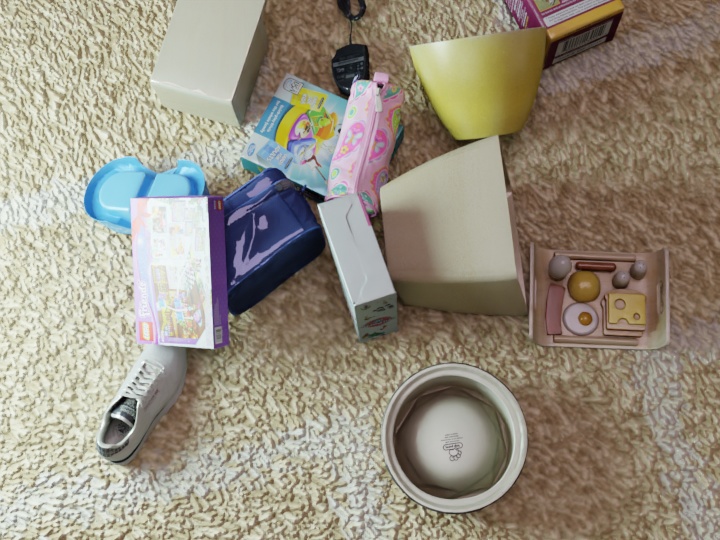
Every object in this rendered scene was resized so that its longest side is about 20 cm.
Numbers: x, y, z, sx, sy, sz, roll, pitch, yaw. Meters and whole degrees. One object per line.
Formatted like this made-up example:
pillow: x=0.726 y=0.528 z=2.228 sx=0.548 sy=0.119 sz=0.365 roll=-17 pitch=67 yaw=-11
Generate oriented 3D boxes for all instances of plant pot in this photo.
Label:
plant pot: x=0.127 y=-0.046 z=1.636 sx=0.175 sy=0.200 sz=0.202 roll=-9 pitch=72 yaw=9
plant pot: x=0.178 y=-0.268 z=1.715 sx=0.197 sy=0.200 sz=0.144 roll=-9 pitch=99 yaw=-2

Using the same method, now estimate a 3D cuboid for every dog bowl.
dog bowl: x=-0.301 y=-0.101 z=1.697 sx=0.198 sy=0.050 sz=0.113 roll=5 pitch=61 yaw=25
dog bowl: x=0.125 y=0.231 z=1.603 sx=0.197 sy=0.074 sz=0.203 roll=0 pitch=72 yaw=0

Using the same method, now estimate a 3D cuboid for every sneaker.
sneaker: x=-0.300 y=0.171 z=1.627 sx=0.076 sy=0.081 sz=0.202 roll=21 pitch=71 yaw=10

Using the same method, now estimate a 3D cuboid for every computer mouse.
computer mouse: x=-0.013 y=-0.352 z=1.816 sx=0.058 sy=0.034 sz=0.203 roll=-8 pitch=67 yaw=16

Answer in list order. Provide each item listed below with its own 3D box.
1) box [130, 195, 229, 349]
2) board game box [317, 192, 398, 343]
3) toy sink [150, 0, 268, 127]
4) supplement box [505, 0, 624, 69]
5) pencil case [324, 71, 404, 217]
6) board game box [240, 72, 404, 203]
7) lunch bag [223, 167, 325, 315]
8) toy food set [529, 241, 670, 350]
box: x=-0.244 y=0.001 z=1.595 sx=0.135 sy=0.039 sz=0.203 roll=2 pitch=96 yaw=30
board game box: x=0.000 y=0.000 z=1.611 sx=0.064 sy=0.200 sz=0.149 roll=-18 pitch=73 yaw=-3
toy sink: x=-0.215 y=-0.336 z=1.769 sx=0.129 sy=0.112 sz=0.202 roll=15 pitch=78 yaw=6
supplement box: x=0.292 y=-0.430 z=1.793 sx=0.130 sy=0.103 sz=0.202 roll=-23 pitch=74 yaw=-6
pencil case: x=0.007 y=-0.176 z=1.679 sx=0.086 sy=0.088 sz=0.202 roll=13 pitch=74 yaw=5
board game box: x=-0.055 y=-0.183 z=1.751 sx=0.198 sy=0.047 sz=0.152 roll=25 pitch=75 yaw=9
lunch bag: x=-0.149 y=-0.052 z=1.664 sx=0.199 sy=0.136 sz=0.133 roll=-37 pitch=75 yaw=-10
toy food set: x=0.336 y=0.033 z=1.668 sx=0.197 sy=0.060 sz=0.145 roll=2 pitch=72 yaw=2
